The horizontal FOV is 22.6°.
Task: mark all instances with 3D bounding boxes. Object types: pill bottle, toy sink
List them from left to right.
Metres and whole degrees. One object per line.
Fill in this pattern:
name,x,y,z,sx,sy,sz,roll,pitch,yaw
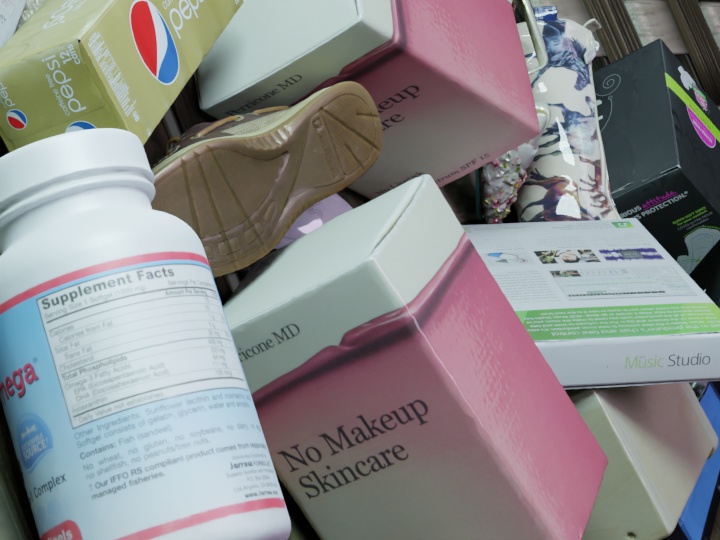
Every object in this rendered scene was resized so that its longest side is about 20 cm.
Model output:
pill bottle,-0.110,0.044,0.817,0.109,0.108,0.201,3,64,-58
toy sink,0.148,0.108,1.177,0.112,0.130,0.200,60,28,-7

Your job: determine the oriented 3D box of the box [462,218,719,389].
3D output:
box,0.136,0.017,1.136,0.200,0.143,0.037,-115,-155,-67

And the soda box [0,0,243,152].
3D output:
soda box,-0.127,-0.121,0.943,0.064,0.067,0.200,64,23,-21

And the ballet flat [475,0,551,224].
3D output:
ballet flat,0.103,-0.131,1.287,0.076,0.063,0.201,-64,148,-71

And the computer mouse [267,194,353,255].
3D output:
computer mouse,0.000,0.000,1.104,0.200,0.044,0.110,36,40,-42

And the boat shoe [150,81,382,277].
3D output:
boat shoe,-0.074,-0.049,0.999,0.200,0.072,0.073,-36,115,-40

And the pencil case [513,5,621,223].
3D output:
pencil case,0.152,-0.097,1.376,0.078,0.089,0.201,26,52,-56

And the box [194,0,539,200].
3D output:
box,0.002,-0.136,1.127,0.200,0.127,0.110,24,48,-49

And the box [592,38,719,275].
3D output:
box,0.251,-0.060,1.490,0.200,0.124,0.149,41,36,-39

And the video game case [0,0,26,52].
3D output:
video game case,-0.219,-0.195,0.920,0.143,0.018,0.201,45,34,-31

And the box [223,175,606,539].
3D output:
box,0.025,0.074,0.983,0.201,0.127,0.109,56,30,-13

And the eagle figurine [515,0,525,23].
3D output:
eagle figurine,0.087,-0.292,1.428,0.151,0.151,0.201,11,89,-11

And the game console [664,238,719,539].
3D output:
game console,0.274,0.099,1.389,0.116,0.176,0.200,30,44,-3
